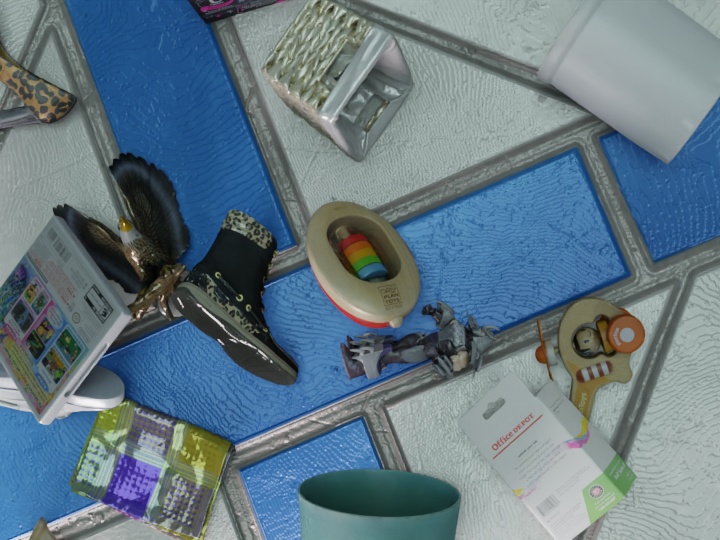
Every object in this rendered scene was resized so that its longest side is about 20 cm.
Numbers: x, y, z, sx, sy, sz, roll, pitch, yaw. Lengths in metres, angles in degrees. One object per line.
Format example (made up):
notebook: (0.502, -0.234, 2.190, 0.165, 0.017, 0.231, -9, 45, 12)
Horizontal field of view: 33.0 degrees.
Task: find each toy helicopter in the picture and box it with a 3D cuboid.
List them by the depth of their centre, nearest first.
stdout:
toy helicopter: (0.273, 0.133, 1.525, 0.130, 0.079, 0.203, 10, 97, 0)

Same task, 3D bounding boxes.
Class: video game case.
video game case: (-0.392, 0.060, 1.543, 0.183, 0.024, 0.200, -51, 57, 11)

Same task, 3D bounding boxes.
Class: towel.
towel: (-0.271, 0.258, 1.588, 0.197, 0.023, 0.146, 22, 87, 7)

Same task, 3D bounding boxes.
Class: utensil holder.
utensil holder: (0.347, -0.255, 1.509, 0.199, 0.170, 0.171, 36, 88, 7)

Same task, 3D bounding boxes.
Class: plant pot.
plant pot: (0.020, 0.346, 1.471, 0.197, 0.201, 0.164, 3, 97, 6)

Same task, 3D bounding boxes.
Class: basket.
basket: (-0.027, -0.243, 1.531, 0.123, 0.200, 0.136, 35, 88, 13)

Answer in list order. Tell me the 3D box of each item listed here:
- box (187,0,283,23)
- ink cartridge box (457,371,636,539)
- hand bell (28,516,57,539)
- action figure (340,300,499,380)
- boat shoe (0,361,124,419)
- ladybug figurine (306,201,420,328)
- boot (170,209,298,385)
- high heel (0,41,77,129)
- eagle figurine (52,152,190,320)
box: (-0.139, -0.429, 1.601, 0.197, 0.115, 0.134, -15, 83, 3)
ink cartridge box: (0.228, 0.221, 1.499, 0.200, 0.067, 0.117, 49, 120, 8)
hand bell: (-0.340, 0.404, 1.560, 0.198, 0.104, 0.105, 24, 86, -5)
action figure: (0.078, 0.095, 1.527, 0.197, 0.130, 0.070, -11, 111, 9)
boat shoe: (-0.399, 0.159, 1.594, 0.197, 0.074, 0.066, 11, 122, 15)
ladybug figurine: (0.000, 0.000, 1.539, 0.134, 0.072, 0.201, -9, 52, -25)
boot: (-0.132, 0.036, 1.565, 0.203, 0.073, 0.155, 42, 56, -24)
high heel: (-0.459, -0.295, 1.636, 0.140, 0.071, 0.203, -8, 99, 11)
eagle figurine: (-0.295, -0.037, 1.586, 0.150, 0.152, 0.201, -9, 44, -34)
